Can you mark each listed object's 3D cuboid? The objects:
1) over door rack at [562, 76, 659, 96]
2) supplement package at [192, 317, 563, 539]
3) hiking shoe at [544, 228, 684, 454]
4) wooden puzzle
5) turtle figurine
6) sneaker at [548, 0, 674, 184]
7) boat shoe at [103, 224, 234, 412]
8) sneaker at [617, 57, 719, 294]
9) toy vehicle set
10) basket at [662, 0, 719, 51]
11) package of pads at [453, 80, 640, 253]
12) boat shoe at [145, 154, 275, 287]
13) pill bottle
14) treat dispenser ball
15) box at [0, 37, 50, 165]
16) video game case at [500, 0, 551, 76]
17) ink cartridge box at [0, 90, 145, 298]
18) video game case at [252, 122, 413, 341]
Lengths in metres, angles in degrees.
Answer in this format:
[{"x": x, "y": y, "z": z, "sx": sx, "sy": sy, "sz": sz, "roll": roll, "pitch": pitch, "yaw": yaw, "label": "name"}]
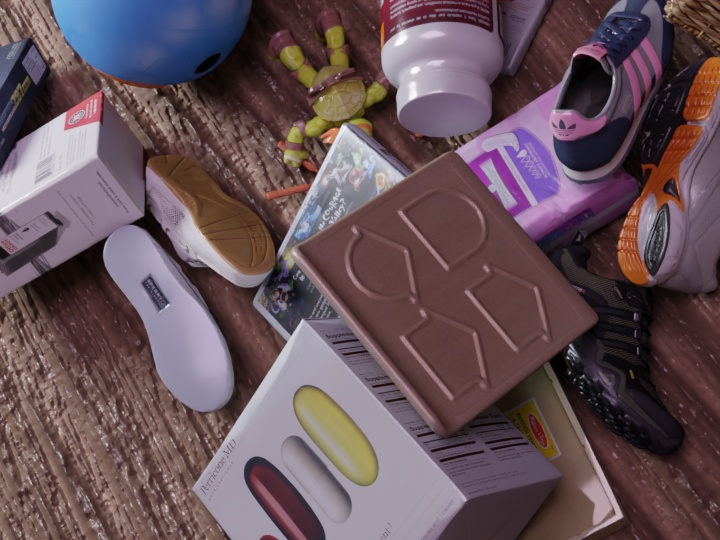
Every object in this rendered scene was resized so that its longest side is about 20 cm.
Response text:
[{"x": 0.279, "y": -0.217, "z": 1.271, "sx": 0.199, "sy": 0.067, "sz": 0.149, "roll": 8, "pitch": 72, "yaw": 25, "label": "over door rack"}, {"x": 0.010, "y": 0.170, "z": 1.147, "sx": 0.200, "sy": 0.147, "sz": 0.192, "roll": 45, "pitch": 115, "yaw": 28, "label": "supplement package"}, {"x": 0.213, "y": 0.056, "z": 1.184, "sx": 0.100, "sy": 0.076, "sz": 0.200, "roll": -35, "pitch": 72, "yaw": -8, "label": "hiking shoe"}, {"x": 0.065, "y": 0.018, "z": 1.125, "sx": 0.200, "sy": 0.046, "sz": 0.185, "roll": -32, "pitch": 76, "yaw": -35, "label": "wooden puzzle"}, {"x": -0.033, "y": -0.168, "z": 1.383, "sx": 0.199, "sy": 0.064, "sz": 0.162, "roll": -33, "pitch": 61, "yaw": 8, "label": "turtle figurine"}, {"x": 0.210, "y": -0.173, "z": 1.194, "sx": 0.070, "sy": 0.082, "sz": 0.201, "roll": 4, "pitch": 58, "yaw": 31, "label": "sneaker"}, {"x": -0.170, "y": 0.044, "z": 1.357, "sx": 0.073, "sy": 0.065, "sz": 0.201, "roll": -31, "pitch": 73, "yaw": 10, "label": "boat shoe"}, {"x": 0.282, "y": -0.075, "z": 1.199, "sx": 0.076, "sy": 0.092, "sz": 0.201, "roll": 16, "pitch": 88, "yaw": 60, "label": "sneaker"}, {"x": 0.128, "y": 0.150, "z": 1.211, "sx": 0.124, "sy": 0.027, "sz": 0.201, "roll": -28, "pitch": 62, "yaw": 10, "label": "toy vehicle set"}, {"x": 0.372, "y": -0.240, "z": 1.148, "sx": 0.199, "sy": 0.149, "sz": 0.143, "roll": 31, "pitch": 63, "yaw": 1, "label": "basket"}, {"x": 0.133, "y": -0.065, "z": 1.266, "sx": 0.199, "sy": 0.076, "sz": 0.121, "roll": -32, "pitch": 62, "yaw": 9, "label": "package of pads"}, {"x": -0.147, "y": -0.035, "z": 1.380, "sx": 0.200, "sy": 0.070, "sz": 0.070, "roll": 47, "pitch": 131, "yaw": 41, "label": "boat shoe"}, {"x": 0.074, "y": -0.231, "z": 1.315, "sx": 0.112, "sy": 0.113, "sz": 0.201, "roll": -8, "pitch": 67, "yaw": 19, "label": "pill bottle"}, {"x": -0.206, "y": -0.282, "z": 1.422, "sx": 0.200, "sy": 0.201, "sz": 0.202, "roll": -8, "pitch": 67, "yaw": 20, "label": "treat dispenser ball"}, {"x": -0.425, "y": -0.154, "z": 1.498, "sx": 0.157, "sy": 0.051, "sz": 0.201, "roll": -14, "pitch": 35, "yaw": 21, "label": "box"}, {"x": 0.129, "y": -0.296, "z": 1.393, "sx": 0.143, "sy": 0.018, "sz": 0.201, "roll": 22, "pitch": 80, "yaw": 29, "label": "video game case"}, {"x": -0.317, "y": -0.070, "z": 1.422, "sx": 0.199, "sy": 0.083, "sz": 0.147, "roll": -29, "pitch": 32, "yaw": 10, "label": "ink cartridge box"}, {"x": 0.000, "y": 0.000, "z": 1.274, "sx": 0.182, "sy": 0.023, "sz": 0.201, "roll": 43, "pitch": 115, "yaw": 35, "label": "video game case"}]
